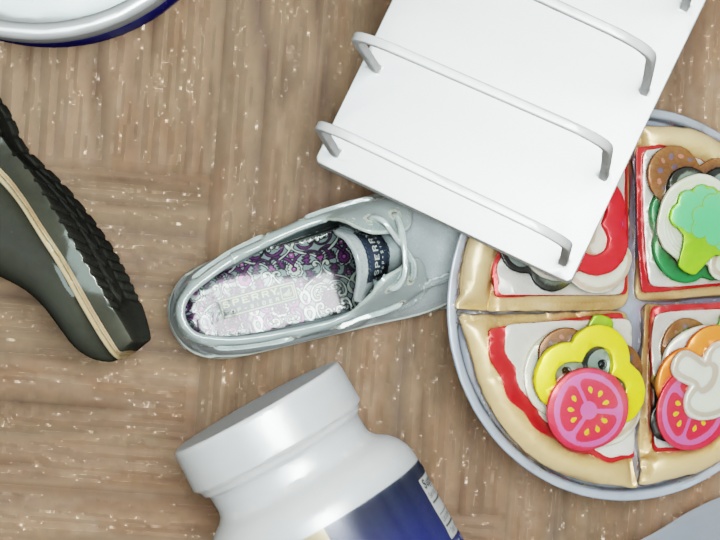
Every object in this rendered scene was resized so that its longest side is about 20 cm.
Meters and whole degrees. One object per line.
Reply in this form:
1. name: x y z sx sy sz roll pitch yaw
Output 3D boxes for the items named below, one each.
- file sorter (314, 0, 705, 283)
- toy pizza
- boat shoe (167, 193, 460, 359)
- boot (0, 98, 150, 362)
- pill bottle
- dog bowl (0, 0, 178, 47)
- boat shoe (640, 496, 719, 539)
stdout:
1. file sorter: 0.078 -0.117 1.036 0.139 0.125 0.200 26 89 6
2. toy pizza: 0.140 0.017 1.123 0.200 0.032 0.201 -1 92 -18
3. boat shoe: -0.001 -0.001 1.124 0.201 0.072 0.070 -19 91 -3
4. boot: -0.212 -0.007 1.125 0.138 0.077 0.200 -38 79 4
5. pill bottle: -0.003 0.153 1.107 0.116 0.116 0.200 -30 92 -1
6. dog bowl: -0.158 -0.212 1.112 0.200 0.079 0.200 0 91 -1
7. boat shoe: 0.180 0.167 1.142 0.200 0.074 0.065 -17 125 -8
